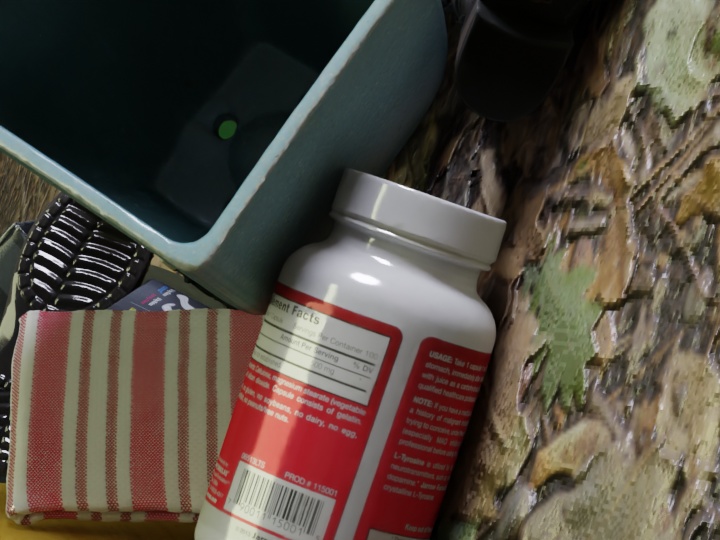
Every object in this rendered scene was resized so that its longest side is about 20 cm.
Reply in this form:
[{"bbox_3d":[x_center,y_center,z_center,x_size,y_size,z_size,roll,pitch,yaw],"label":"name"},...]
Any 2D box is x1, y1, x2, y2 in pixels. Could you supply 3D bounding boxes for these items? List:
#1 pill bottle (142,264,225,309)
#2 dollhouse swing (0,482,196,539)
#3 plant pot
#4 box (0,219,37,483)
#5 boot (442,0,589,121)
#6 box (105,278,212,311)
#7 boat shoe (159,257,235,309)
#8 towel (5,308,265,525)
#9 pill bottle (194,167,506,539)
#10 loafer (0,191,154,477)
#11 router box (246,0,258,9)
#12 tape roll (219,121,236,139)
[{"bbox_3d":[-0.165,0.102,1.693,0.110,0.109,0.201,-121,51,-67],"label":"pill bottle"},{"bbox_3d":[-0.135,0.217,1.367,0.182,0.198,0.177,-138,58,-70],"label":"dollhouse swing"},{"bbox_3d":[-0.070,-0.093,1.312,0.196,0.196,0.200,-55,-23,-7],"label":"plant pot"},{"bbox_3d":[-0.193,0.093,1.619,0.159,0.200,0.046,-46,-12,20],"label":"box"},{"bbox_3d":[0.091,-0.184,1.289,0.201,0.069,0.175,-57,17,27],"label":"boot"},{"bbox_3d":[-0.129,0.128,1.499,0.201,0.114,0.132,-67,-8,17],"label":"box"},{"bbox_3d":[-0.041,-0.063,1.569,0.202,0.063,0.074,-50,13,19],"label":"boat shoe"},{"bbox_3d":[-0.088,0.080,1.363,0.147,0.198,0.030,-93,5,-48],"label":"towel"},{"bbox_3d":[0.000,0.058,1.248,0.112,0.111,0.202,-156,85,-72],"label":"pill bottle"},{"bbox_3d":[-0.180,0.031,1.547,0.201,0.073,0.071,-62,-8,-8],"label":"loafer"},{"bbox_3d":[-0.011,-0.212,1.438,0.199,0.062,0.151,-28,30,47],"label":"router box"},{"bbox_3d":[-0.027,-0.151,1.526,0.200,0.048,0.201,-43,22,22],"label":"tape roll"}]
